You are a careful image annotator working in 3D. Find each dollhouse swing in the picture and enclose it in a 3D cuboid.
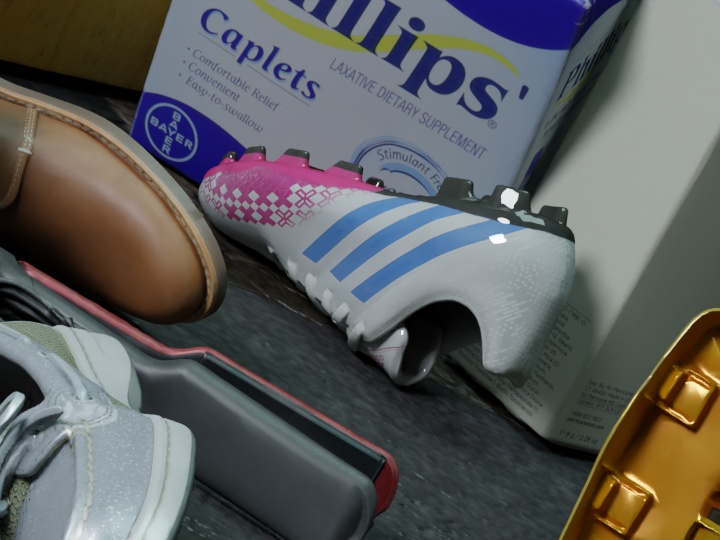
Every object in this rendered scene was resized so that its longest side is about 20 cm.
[{"bbox_3d":[-0.163,-0.190,1.297,0.200,0.182,0.176,9,39,-53],"label":"dollhouse swing"}]

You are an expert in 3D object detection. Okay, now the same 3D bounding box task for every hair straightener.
[{"bbox_3d":[-0.079,0.031,0.892,0.200,0.041,0.077,36,15,2],"label":"hair straightener"}]

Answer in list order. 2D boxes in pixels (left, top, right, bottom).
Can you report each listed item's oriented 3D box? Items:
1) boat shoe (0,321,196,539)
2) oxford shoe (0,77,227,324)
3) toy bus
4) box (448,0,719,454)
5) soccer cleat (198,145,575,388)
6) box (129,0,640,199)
[{"bbox_3d":[-0.091,0.057,0.743,0.065,0.075,0.202,18,13,-17],"label":"boat shoe"},{"bbox_3d":[-0.141,-0.032,1.006,0.200,0.071,0.071,32,42,12],"label":"oxford shoe"},{"bbox_3d":[0.193,0.118,0.989,0.200,0.136,0.192,31,1,21],"label":"toy bus"},{"bbox_3d":[0.125,-0.024,1.168,0.068,0.200,0.082,17,18,-43],"label":"box"},{"bbox_3d":[0.000,0.000,1.138,0.200,0.087,0.070,10,-8,41],"label":"soccer cleat"},{"bbox_3d":[0.015,-0.107,1.213,0.184,0.200,0.105,32,39,13],"label":"box"}]
